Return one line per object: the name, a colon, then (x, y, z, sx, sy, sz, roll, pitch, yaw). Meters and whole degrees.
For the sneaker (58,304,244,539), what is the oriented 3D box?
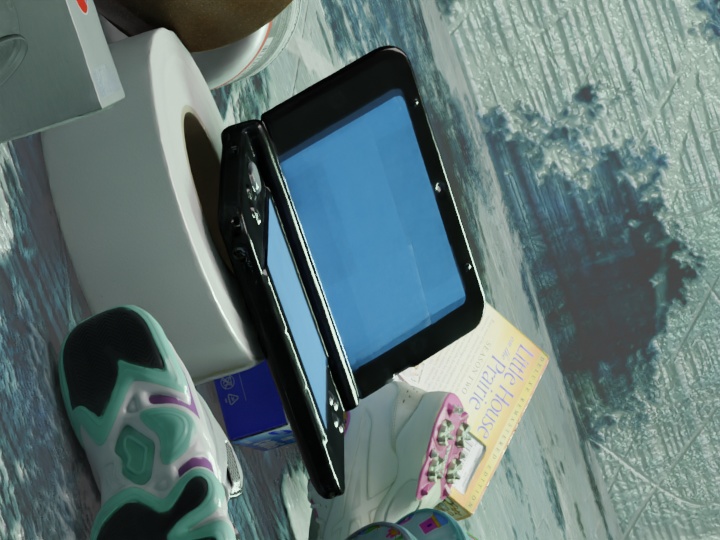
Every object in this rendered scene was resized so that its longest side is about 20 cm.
sneaker: (-0.089, 0.128, 1.548, 0.140, 0.077, 0.201, 56, 20, -59)

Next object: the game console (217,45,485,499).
game console: (0.000, 0.000, 1.755, 0.176, 0.116, 0.201, -92, 164, -63)

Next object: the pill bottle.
pill bottle: (-0.100, -0.174, 1.916, 0.200, 0.115, 0.116, -44, 116, -81)

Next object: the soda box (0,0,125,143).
soda box: (-0.187, -0.169, 1.530, 0.063, 0.068, 0.201, -58, 131, -80)

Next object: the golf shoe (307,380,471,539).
golf shoe: (0.001, 0.165, 1.943, 0.201, 0.091, 0.075, -69, 159, -9)

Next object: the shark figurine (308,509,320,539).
shark figurine: (0.001, 0.223, 2.006, 0.215, 0.128, 0.089, 56, -16, 0)

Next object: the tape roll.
tape roll: (-0.114, -0.033, 1.716, 0.202, 0.071, 0.203, -17, 90, -82)

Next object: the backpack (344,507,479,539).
backpack: (0.031, 0.237, 1.777, 0.153, 0.176, 0.200, 37, 10, -19)

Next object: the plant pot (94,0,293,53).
plant pot: (-0.136, -0.242, 1.699, 0.200, 0.186, 0.188, 26, 46, -58)

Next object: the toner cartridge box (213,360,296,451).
toner cartridge box: (-0.079, 0.012, 1.929, 0.095, 0.043, 0.201, 27, 48, -76)

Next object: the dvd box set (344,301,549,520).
dvd box set: (0.027, 0.055, 2.049, 0.200, 0.029, 0.147, 40, 56, -18)
